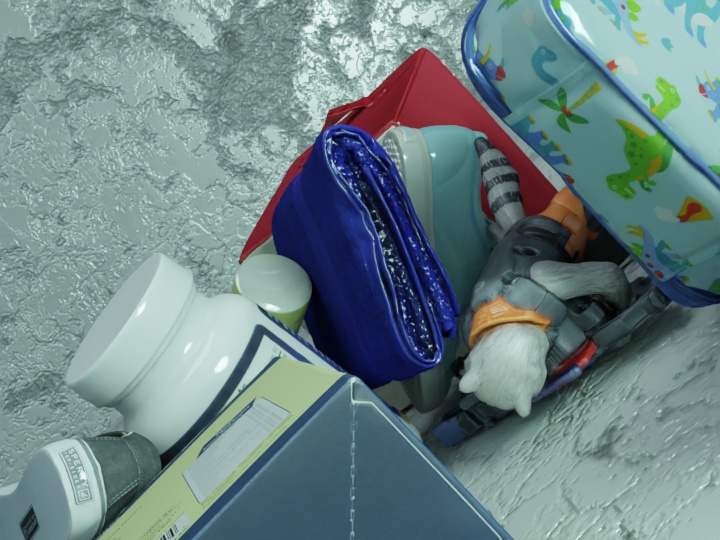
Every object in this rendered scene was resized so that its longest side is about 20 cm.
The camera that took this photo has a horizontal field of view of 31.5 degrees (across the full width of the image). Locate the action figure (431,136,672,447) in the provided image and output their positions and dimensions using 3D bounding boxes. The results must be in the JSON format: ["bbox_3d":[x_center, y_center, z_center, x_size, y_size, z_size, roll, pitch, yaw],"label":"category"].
[{"bbox_3d":[0.085,0.015,0.751,0.200,0.104,0.194,-44,18,36],"label":"action figure"}]

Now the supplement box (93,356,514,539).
[{"bbox_3d":[-0.046,0.156,0.561,0.200,0.134,0.200,-44,7,-10],"label":"supplement box"}]

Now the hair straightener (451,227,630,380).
[{"bbox_3d":[0.135,0.003,0.828,0.200,0.041,0.077,-43,7,6],"label":"hair straightener"}]

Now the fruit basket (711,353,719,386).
[{"bbox_3d":[0.211,-0.061,0.475,0.185,0.093,0.201,-31,33,59],"label":"fruit basket"}]

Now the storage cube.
[{"bbox_3d":[0.036,-0.034,0.990,0.171,0.200,0.180,-39,14,24],"label":"storage cube"}]

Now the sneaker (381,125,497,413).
[{"bbox_3d":[0.062,0.001,0.857,0.081,0.201,0.074,-8,24,-14],"label":"sneaker"}]

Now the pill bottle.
[{"bbox_3d":[-0.069,0.086,0.769,0.116,0.200,0.116,-46,17,18],"label":"pill bottle"}]

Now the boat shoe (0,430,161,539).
[{"bbox_3d":[-0.162,0.134,0.722,0.066,0.070,0.200,-14,-20,-32],"label":"boat shoe"}]

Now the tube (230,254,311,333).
[{"bbox_3d":[-0.077,0.074,0.879,0.058,0.052,0.201,-7,-40,-26],"label":"tube"}]

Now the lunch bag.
[{"bbox_3d":[0.155,-0.094,0.633,0.082,0.200,0.161,-31,22,51],"label":"lunch bag"}]

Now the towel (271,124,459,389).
[{"bbox_3d":[0.000,0.000,0.801,0.049,0.149,0.200,-20,-6,-17],"label":"towel"}]
